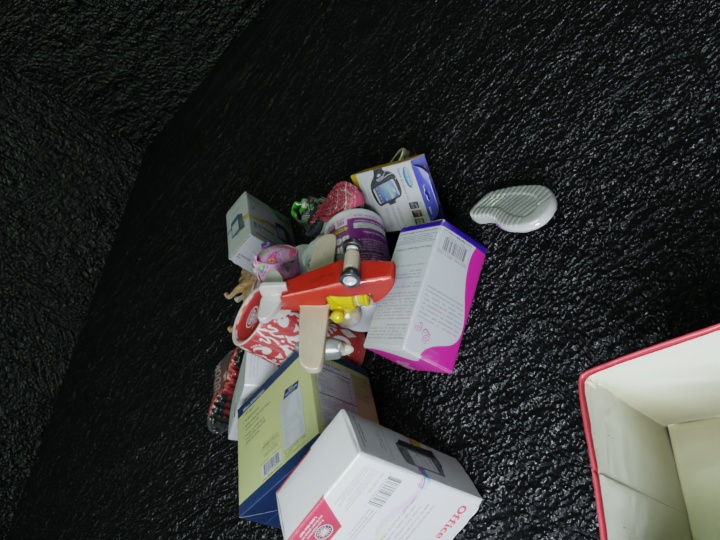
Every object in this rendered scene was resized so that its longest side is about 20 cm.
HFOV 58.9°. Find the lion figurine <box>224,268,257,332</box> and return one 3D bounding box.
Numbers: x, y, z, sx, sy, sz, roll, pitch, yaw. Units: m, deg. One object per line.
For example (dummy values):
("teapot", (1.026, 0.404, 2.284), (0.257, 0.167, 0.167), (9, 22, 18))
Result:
("lion figurine", (-0.258, 0.065, 1.504), (0.122, 0.072, 0.201), (-34, 52, 17))

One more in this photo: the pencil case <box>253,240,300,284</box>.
("pencil case", (-0.144, 0.050, 1.172), (0.087, 0.087, 0.201), (-132, 31, -58))

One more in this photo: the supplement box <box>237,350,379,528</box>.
("supplement box", (-0.083, 0.262, 0.998), (0.200, 0.134, 0.200), (-45, 34, 24))

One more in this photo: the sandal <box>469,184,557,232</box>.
("sandal", (0.228, -0.082, 0.919), (0.082, 0.050, 0.203), (-44, 18, -2))

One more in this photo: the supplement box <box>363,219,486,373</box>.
("supplement box", (0.098, 0.040, 0.950), (0.103, 0.101, 0.201), (-8, 58, 54))

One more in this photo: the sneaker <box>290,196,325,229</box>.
("sneaker", (-0.086, -0.120, 1.374), (0.200, 0.085, 0.078), (-4, 61, 54))

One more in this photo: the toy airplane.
("toy airplane", (-0.055, 0.044, 0.966), (0.200, 0.141, 0.199), (-49, 41, -11))

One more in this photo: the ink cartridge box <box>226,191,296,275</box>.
("ink cartridge box", (-0.230, -0.074, 1.489), (0.088, 0.145, 0.200), (-45, 33, 21))

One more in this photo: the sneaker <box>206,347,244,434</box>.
("sneaker", (-0.282, 0.252, 1.367), (0.098, 0.071, 0.201), (-14, 51, 51))

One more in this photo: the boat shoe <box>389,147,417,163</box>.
("boat shoe", (0.042, -0.155, 1.237), (0.200, 0.062, 0.071), (-43, 37, 30))

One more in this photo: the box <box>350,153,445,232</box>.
("box", (0.071, -0.132, 1.126), (0.041, 0.120, 0.200), (-29, 15, -34))

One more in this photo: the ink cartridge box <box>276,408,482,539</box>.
("ink cartridge box", (0.022, 0.274, 0.769), (0.148, 0.200, 0.086), (-53, 30, 12))

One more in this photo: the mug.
("mug", (-0.108, 0.101, 1.108), (0.133, 0.200, 0.178), (-38, 37, 33))

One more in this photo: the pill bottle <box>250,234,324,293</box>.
("pill bottle", (-0.115, 0.019, 1.267), (0.200, 0.119, 0.120), (-36, 38, 35))

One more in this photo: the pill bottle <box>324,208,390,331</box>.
("pill bottle", (0.000, 0.000, 1.109), (0.112, 0.112, 0.201), (-37, 46, 33))

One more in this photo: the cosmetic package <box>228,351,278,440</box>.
("cosmetic package", (-0.195, 0.228, 1.186), (0.200, 0.074, 0.102), (111, 162, -44))

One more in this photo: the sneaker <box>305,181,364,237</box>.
("sneaker", (-0.038, -0.109, 1.225), (0.200, 0.074, 0.081), (-28, 47, 63))

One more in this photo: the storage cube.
("storage cube", (0.297, 0.157, 0.479), (0.200, 0.179, 0.172), (-32, 40, 40))
